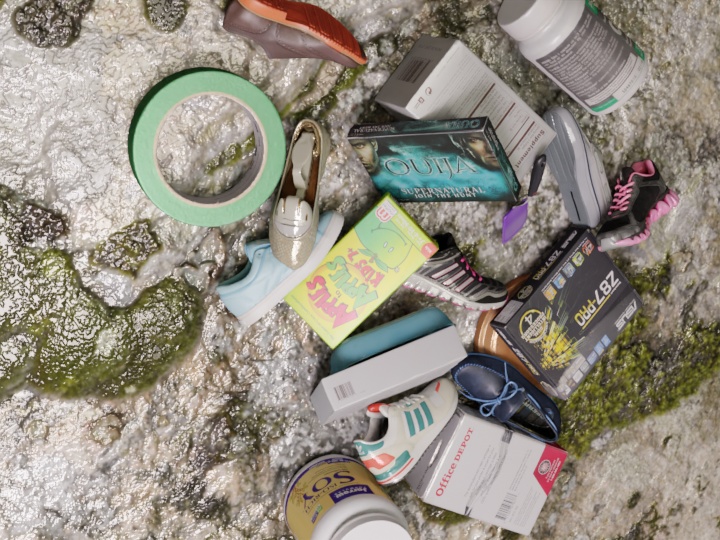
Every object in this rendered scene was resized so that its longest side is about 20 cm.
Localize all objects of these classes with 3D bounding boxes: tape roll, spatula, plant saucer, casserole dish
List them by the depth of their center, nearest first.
[{"bbox_3d":[-0.197,-0.158,1.498,0.199,0.048,0.202,-6,107,-19],"label":"tape roll"},{"bbox_3d":[0.231,-0.103,1.617,0.056,0.200,0.021,-40,74,-24],"label":"spatula"},{"bbox_3d":[0.038,0.099,1.625,0.199,0.121,0.039,-21,78,-17],"label":"casserole dish"},{"bbox_3d":[0.267,0.103,1.750,0.199,0.032,0.201,-6,107,-19],"label":"plant saucer"}]

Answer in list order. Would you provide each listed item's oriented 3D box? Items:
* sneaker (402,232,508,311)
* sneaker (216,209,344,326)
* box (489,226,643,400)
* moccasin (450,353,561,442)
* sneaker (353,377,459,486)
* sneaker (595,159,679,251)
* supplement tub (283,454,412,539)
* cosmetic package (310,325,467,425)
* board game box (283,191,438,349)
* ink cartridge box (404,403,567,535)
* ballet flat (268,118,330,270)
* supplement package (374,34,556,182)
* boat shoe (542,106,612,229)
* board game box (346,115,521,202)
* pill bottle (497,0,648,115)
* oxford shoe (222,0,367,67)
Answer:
[{"bbox_3d":[0.130,-0.005,1.645,0.199,0.074,0.088,18,105,-19],"label":"sneaker"},{"bbox_3d":[-0.109,-0.019,1.554,0.200,0.074,0.082,-46,108,-5],"label":"sneaker"},{"bbox_3d":[0.304,0.062,1.703,0.200,0.049,0.161,-47,115,-15],"label":"box"},{"bbox_3d":[0.222,0.186,1.705,0.199,0.068,0.081,27,119,-18],"label":"moccasin"},{"bbox_3d":[0.064,0.207,1.653,0.093,0.070,0.200,50,56,-15],"label":"sneaker"},{"bbox_3d":[0.388,-0.098,1.688,0.200,0.079,0.096,-40,111,-44],"label":"sneaker"},{"bbox_3d":[-0.016,0.360,1.626,0.145,0.200,0.146,-5,107,-19],"label":"supplement tub"},{"bbox_3d":[0.035,0.147,1.612,0.199,0.151,0.052,-21,77,-14],"label":"cosmetic package"},{"bbox_3d":[0.000,0.000,1.578,0.200,0.048,0.102,-44,96,8],"label":"board game box"},{"bbox_3d":[0.187,0.293,1.745,0.199,0.083,0.146,23,97,-24],"label":"ink cartridge box"},{"bbox_3d":[-0.084,-0.103,1.514,0.067,0.062,0.201,6,78,10],"label":"ballet flat"},{"bbox_3d":[0.141,-0.208,1.568,0.200,0.117,0.118,38,88,-25],"label":"supplement package"},{"bbox_3d":[0.315,-0.157,1.681,0.067,0.073,0.201,-35,125,-24],"label":"boat shoe"},{"bbox_3d":[0.096,-0.141,1.521,0.135,0.199,0.028,56,45,-43],"label":"board game box"},{"bbox_3d":[0.290,-0.313,1.595,0.200,0.113,0.113,35,91,-25],"label":"pill bottle"},{"bbox_3d":[-0.084,-0.303,1.499,0.199,0.071,0.073,22,125,-27],"label":"oxford shoe"}]
